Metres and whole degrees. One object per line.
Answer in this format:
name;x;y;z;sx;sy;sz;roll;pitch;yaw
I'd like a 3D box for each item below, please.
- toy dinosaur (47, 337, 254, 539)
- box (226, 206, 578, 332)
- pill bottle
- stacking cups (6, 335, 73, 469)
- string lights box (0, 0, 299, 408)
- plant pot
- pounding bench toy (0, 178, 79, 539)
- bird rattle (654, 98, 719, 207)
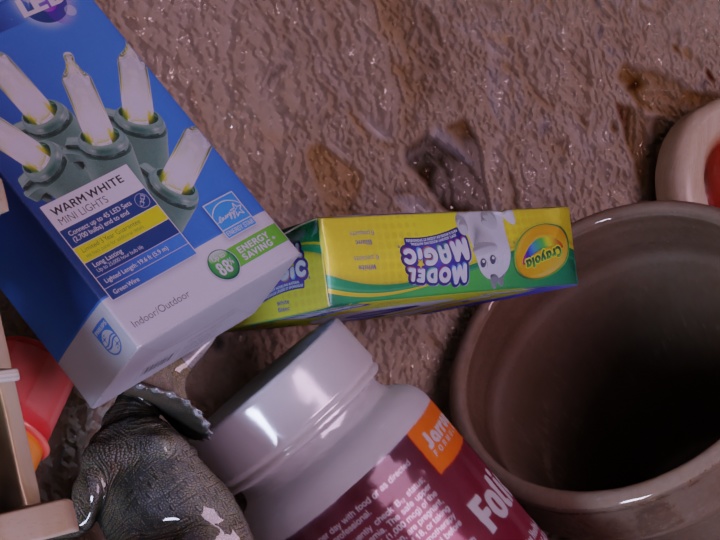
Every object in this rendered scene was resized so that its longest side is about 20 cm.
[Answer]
toy dinosaur;-0.088;0.118;0.948;0.077;0.102;0.200;0;61;-53
box;0.000;0.000;1.057;0.200;0.117;0.048;-2;83;-41
pill bottle;0.016;0.128;1.029;0.200;0.114;0.114;50;52;-4
stacking cups;-0.179;0.117;0.912;0.060;0.060;0.200;39;58;-30
string lights box;-0.132;-0.049;0.933;0.103;0.059;0.200;-32;78;-41
plant pot;0.172;0.091;1.166;0.175;0.200;0.200;56;50;-41
pounding bench toy;-0.228;0.063;0.773;0.200;0.124;0.156;-9;84;-47
bird rattle;0.239;-0.024;1.316;0.200;0.113;0.163;-31;92;-28
